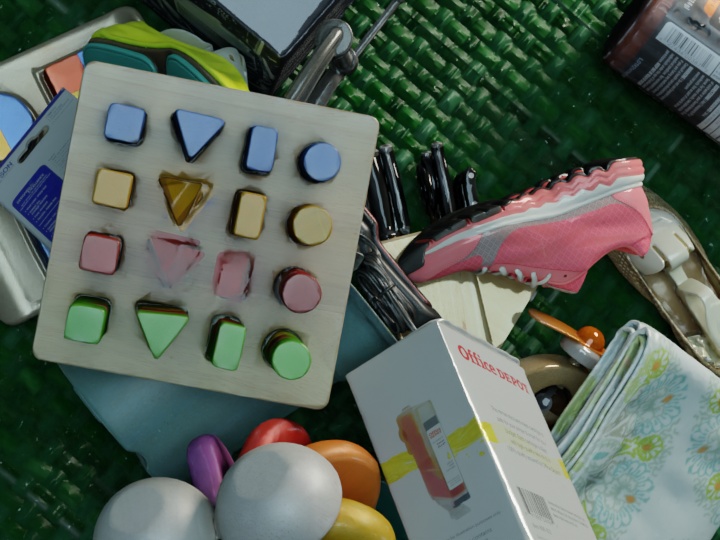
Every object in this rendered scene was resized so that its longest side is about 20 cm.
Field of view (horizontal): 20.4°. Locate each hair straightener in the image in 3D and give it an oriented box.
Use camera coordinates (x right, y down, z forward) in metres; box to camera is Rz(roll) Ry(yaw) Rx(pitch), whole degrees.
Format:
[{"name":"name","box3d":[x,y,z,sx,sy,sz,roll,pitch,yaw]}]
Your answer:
[{"name":"hair straightener","box3d":[0.000,0.000,1.417,0.041,0.077,0.200,-34,90,21]}]

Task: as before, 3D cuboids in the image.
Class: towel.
[{"name":"towel","box3d":[0.215,0.146,1.486,0.200,0.048,0.171,34,92,-40]}]

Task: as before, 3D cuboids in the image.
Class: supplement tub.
[{"name":"supplement tub","box3d":[0.295,-0.151,1.551,0.200,0.107,0.107,34,81,-4]}]

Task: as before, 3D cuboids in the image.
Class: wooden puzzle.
[{"name":"wooden puzzle","box3d":[-0.219,-0.082,1.505,0.200,0.046,0.186,-27,89,-9]}]

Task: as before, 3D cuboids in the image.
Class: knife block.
[{"name":"knife block","box3d":[0.035,0.007,1.522,0.175,0.064,0.200,32,82,-3]}]

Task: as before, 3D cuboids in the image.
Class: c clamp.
[{"name":"c clamp","box3d":[-0.030,-0.142,1.467,0.027,0.200,0.171,34,96,2]}]

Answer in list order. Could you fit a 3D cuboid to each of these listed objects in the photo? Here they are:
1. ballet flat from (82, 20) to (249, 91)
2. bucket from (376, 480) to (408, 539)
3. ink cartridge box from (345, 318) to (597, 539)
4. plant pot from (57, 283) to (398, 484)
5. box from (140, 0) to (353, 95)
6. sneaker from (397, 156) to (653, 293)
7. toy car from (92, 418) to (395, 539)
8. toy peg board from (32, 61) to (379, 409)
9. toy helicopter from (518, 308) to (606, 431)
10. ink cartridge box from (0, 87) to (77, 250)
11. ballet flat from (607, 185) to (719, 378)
[{"name":"ballet flat","box3d":[-0.122,-0.141,1.433,0.067,0.200,0.067,-28,126,-31]},{"name":"bucket","box3d":[-0.041,0.241,1.453,0.207,0.135,0.208,1,85,-7]},{"name":"ink cartridge box","box3d":[0.085,0.150,1.354,0.083,0.145,0.200,-31,60,18]},{"name":"plant pot","box3d":[-0.107,0.043,1.445,0.196,0.200,0.200,-39,91,-1]},{"name":"box","box3d":[-0.102,-0.243,1.461,0.200,0.197,0.124,40,81,-2]},{"name":"sneaker","box3d":[0.127,-0.017,1.469,0.200,0.074,0.087,-20,96,-7]},{"name":"toy car","box3d":[-0.076,0.169,1.317,0.200,0.175,0.150,-17,45,10]},{"name":"toy peg board","box3d":[-0.098,-0.020,1.290,0.200,0.098,0.200,11,92,-7]},{"name":"toy helicopter","box3d":[0.177,0.092,1.514,0.200,0.079,0.133,-4,118,-27]},{"name":"ink cartridge box","box3d":[-0.185,-0.049,1.416,0.100,0.200,0.039,-51,136,-1]},{"name":"ballet flat","box3d":[0.252,0.006,1.550,0.070,0.065,0.200,-38,90,-11]}]
